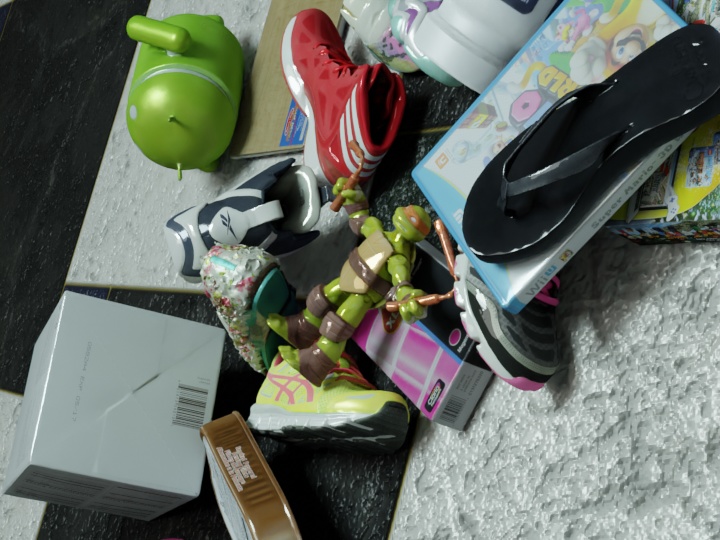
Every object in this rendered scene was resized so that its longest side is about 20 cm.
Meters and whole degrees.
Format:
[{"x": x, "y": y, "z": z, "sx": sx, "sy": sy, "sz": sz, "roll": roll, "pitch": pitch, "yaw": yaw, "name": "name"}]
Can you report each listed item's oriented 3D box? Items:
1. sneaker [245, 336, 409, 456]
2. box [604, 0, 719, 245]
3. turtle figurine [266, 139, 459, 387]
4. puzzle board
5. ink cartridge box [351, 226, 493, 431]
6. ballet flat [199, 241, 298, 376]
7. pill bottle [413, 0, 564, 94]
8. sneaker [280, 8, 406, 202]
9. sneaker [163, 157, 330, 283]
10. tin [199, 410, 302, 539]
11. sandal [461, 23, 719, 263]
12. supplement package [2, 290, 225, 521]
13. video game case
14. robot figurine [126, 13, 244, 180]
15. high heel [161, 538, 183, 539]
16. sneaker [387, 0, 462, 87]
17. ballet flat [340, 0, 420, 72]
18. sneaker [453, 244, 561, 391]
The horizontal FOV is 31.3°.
[{"x": -0.027, "y": 0.093, "z": 1.017, "sx": 0.199, "sy": 0.078, "sz": 0.091, "roll": -5, "pitch": 66, "yaw": 55, "name": "sneaker"}, {"x": 0.230, "y": -0.118, "z": 0.792, "sx": 0.136, "sy": 0.037, "sz": 0.203, "roll": -1, "pitch": 72, "yaw": 55, "name": "box"}, {"x": 0.000, "y": 0.000, "z": 0.975, "sx": 0.161, "sy": 0.064, "sz": 0.201, "roll": -47, "pitch": 44, "yaw": 13, "name": "turtle figurine"}, {"x": -0.066, "y": -0.211, "z": 1.300, "sx": 0.150, "sy": 0.017, "sz": 0.203, "roll": 1, "pitch": 74, "yaw": 55, "name": "puzzle board"}, {"x": 0.042, "y": 0.033, "z": 0.989, "sx": 0.096, "sy": 0.037, "sz": 0.200, "roll": -62, "pitch": 31, "yaw": 10, "name": "ink cartridge box"}, {"x": -0.091, "y": 0.027, "z": 1.064, "sx": 0.076, "sy": 0.063, "sz": 0.201, "roll": -59, "pitch": -14, "yaw": -21, "name": "ballet flat"}, {"x": 0.128, "y": -0.227, "z": 0.931, "sx": 0.201, "sy": 0.115, "sz": 0.116, "roll": -57, "pitch": 35, "yaw": 17, "name": "pill bottle"}, {"x": -0.005, "y": -0.169, "z": 1.128, "sx": 0.115, "sy": 0.078, "sz": 0.202, "roll": -41, "pitch": 55, "yaw": 44, "name": "sneaker"}, {"x": -0.073, "y": -0.043, "z": 1.121, "sx": 0.128, "sy": 0.199, "sz": 0.081, "roll": -20, "pitch": 82, "yaw": 18, "name": "sneaker"}, {"x": -0.084, "y": 0.196, "z": 1.024, "sx": 0.200, "sy": 0.041, "sz": 0.113, "roll": -130, "pitch": 22, "yaw": -54, "name": "tin"}, {"x": 0.133, "y": -0.082, "z": 0.778, "sx": 0.200, "sy": 0.043, "sz": 0.077, "roll": -40, "pitch": 49, "yaw": 24, "name": "sandal"}, {"x": -0.229, "y": 0.132, "z": 1.179, "sx": 0.200, "sy": 0.149, "sz": 0.154, "roll": 142, "pitch": 139, "yaw": -63, "name": "supplement package"}, {"x": 0.130, "y": -0.090, "z": 0.828, "sx": 0.200, "sy": 0.018, "sz": 0.144, "roll": -48, "pitch": 47, "yaw": 18, "name": "video game case"}, {"x": -0.182, "y": -0.188, "z": 1.347, "sx": 0.202, "sy": 0.114, "sz": 0.177, "roll": -88, "pitch": -6, "yaw": -46, "name": "robot figurine"}, {"x": -0.170, "y": 0.295, "z": 1.068, "sx": 0.201, "sy": 0.095, "sz": 0.068, "roll": -61, "pitch": 38, "yaw": 40, "name": "high heel"}, {"x": 0.087, "y": -0.256, "z": 1.043, "sx": 0.140, "sy": 0.077, "sz": 0.202, "roll": -42, "pitch": 42, "yaw": 37, "name": "sneaker"}, {"x": 0.009, "y": -0.245, "z": 1.157, "sx": 0.069, "sy": 0.071, "sz": 0.201, "roll": -49, "pitch": 38, "yaw": 21, "name": "ballet flat"}, {"x": 0.116, "y": -0.021, "z": 0.873, "sx": 0.087, "sy": 0.073, "sz": 0.202, "roll": -29, "pitch": 51, "yaw": 42, "name": "sneaker"}]
